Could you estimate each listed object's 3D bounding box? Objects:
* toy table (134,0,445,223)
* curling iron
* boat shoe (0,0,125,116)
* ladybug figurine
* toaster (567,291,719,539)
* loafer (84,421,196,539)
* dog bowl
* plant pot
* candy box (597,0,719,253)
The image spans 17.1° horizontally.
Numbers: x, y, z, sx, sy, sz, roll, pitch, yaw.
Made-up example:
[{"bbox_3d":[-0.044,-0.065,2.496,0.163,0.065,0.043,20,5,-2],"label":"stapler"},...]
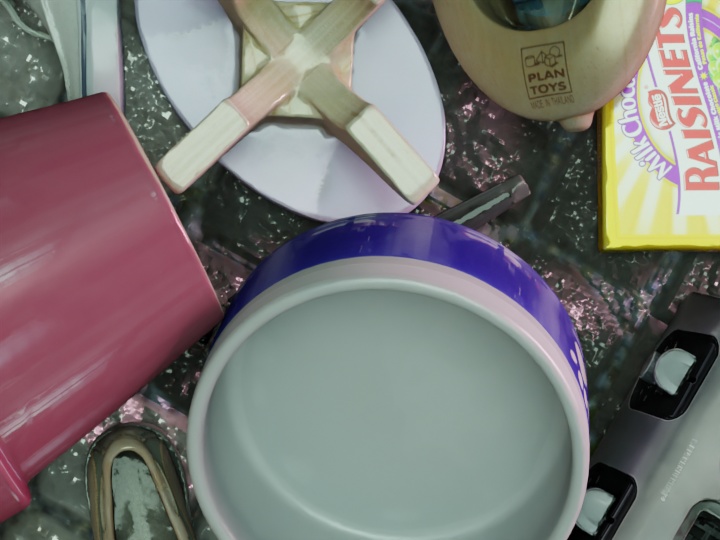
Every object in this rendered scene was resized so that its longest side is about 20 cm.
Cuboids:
[{"bbox_3d":[-0.035,-0.108,1.229,0.199,0.117,0.184,36,87,-3],"label":"toy table"},{"bbox_3d":[0.000,0.000,1.264,0.199,0.050,0.026,-24,63,-3],"label":"curling iron"},{"bbox_3d":[-0.172,-0.167,1.244,0.085,0.075,0.204,-9,87,-4],"label":"boat shoe"},{"bbox_3d":[0.102,-0.170,1.248,0.135,0.072,0.202,-7,84,26],"label":"ladybug figurine"},{"bbox_3d":[0.210,0.135,1.236,0.199,0.119,0.182,32,88,-2],"label":"toaster"},{"bbox_3d":[-0.103,0.179,1.244,0.071,0.063,0.202,-15,89,-3],"label":"loafer"},{"bbox_3d":[0.016,0.076,1.204,0.198,0.079,0.202,3,117,5],"label":"dog bowl"},{"bbox_3d":[-0.173,0.009,1.177,0.178,0.200,0.201,-28,90,-5],"label":"plant pot"},{"bbox_3d":[0.177,-0.110,1.286,0.101,0.026,0.202,-1,88,0],"label":"candy box"}]
